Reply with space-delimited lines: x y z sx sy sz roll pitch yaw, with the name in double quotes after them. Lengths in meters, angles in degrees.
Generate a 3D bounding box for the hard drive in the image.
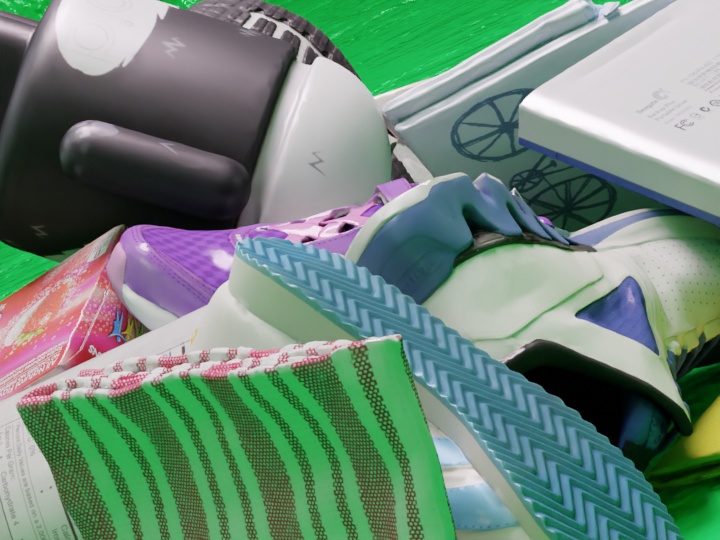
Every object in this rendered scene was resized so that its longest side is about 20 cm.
0.180 -0.050 1.048 0.200 0.025 0.132 24 41 33 "hard drive"

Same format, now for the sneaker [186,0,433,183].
-0.025 -0.059 1.413 0.081 0.200 0.074 -39 13 38 "sneaker"

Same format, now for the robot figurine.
-0.087 -0.050 1.177 0.150 0.200 0.125 -72 0 -45 "robot figurine"

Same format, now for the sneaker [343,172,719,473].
0.087 0.038 0.997 0.199 0.115 0.081 8 -44 -48 "sneaker"

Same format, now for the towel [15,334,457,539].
-0.034 0.097 0.854 0.030 0.146 0.200 -20 6 -36 "towel"

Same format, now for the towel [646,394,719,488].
0.186 0.022 1.020 0.086 0.018 0.200 -23 12 43 "towel"

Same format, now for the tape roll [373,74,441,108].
0.018 -0.069 1.550 0.203 0.037 0.203 -19 -5 -2 "tape roll"

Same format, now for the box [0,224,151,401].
-0.144 0.080 1.151 0.200 0.100 0.095 -30 26 35 "box"

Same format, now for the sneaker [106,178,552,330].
0.000 0.000 1.085 0.200 0.088 0.080 11 24 -17 "sneaker"

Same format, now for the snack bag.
0.129 -0.075 1.220 0.200 0.021 0.189 -28 -32 11 "snack bag"

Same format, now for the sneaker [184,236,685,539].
0.023 0.072 0.872 0.077 0.200 0.081 0 -57 -55 "sneaker"

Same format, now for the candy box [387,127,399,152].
-0.076 0.011 1.312 0.136 0.061 0.200 -15 45 50 "candy box"

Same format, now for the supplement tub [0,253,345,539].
-0.071 0.090 1.002 0.200 0.132 0.132 -25 12 9 "supplement tub"
